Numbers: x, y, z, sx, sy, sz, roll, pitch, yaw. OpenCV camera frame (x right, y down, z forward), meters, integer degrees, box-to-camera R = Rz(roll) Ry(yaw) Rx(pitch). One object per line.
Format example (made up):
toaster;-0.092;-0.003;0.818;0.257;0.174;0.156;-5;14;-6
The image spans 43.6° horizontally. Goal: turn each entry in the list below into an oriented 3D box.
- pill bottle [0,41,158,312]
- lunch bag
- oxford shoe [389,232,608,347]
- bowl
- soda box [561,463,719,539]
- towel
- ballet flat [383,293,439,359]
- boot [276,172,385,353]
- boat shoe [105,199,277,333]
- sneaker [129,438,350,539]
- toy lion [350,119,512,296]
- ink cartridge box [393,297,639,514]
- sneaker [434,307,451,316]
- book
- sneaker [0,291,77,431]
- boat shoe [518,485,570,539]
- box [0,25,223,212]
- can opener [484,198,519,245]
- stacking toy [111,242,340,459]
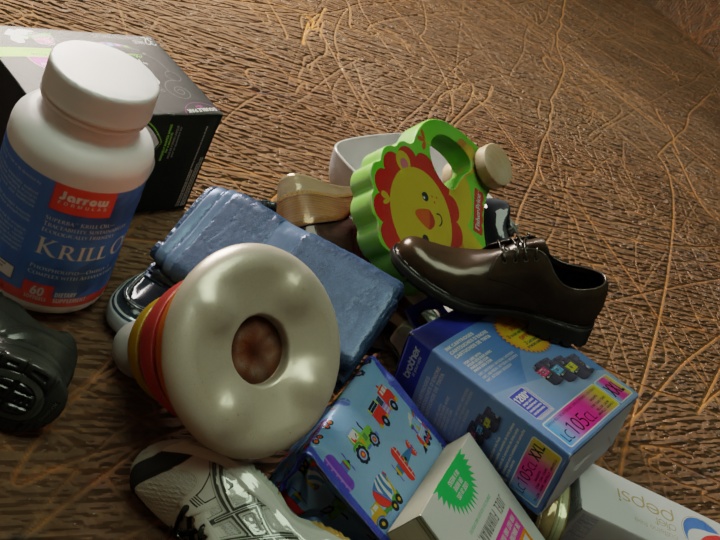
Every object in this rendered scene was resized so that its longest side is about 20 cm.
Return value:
pill bottle;-0.231;-0.074;0.718;0.111;0.201;0.113;20;33;-14
lunch bag;0.035;0.190;0.704;0.200;0.094;0.151;41;30;1
oxford shoe;0.124;-0.003;0.791;0.198;0.085;0.073;15;31;-11
bowl;0.066;-0.079;1.104;0.200;0.075;0.199;43;34;22
soda box;0.267;0.250;0.819;0.199;0.064;0.068;26;32;-7
towel;-0.070;0.009;0.750;0.199;0.049;0.112;28;56;14
ballet flat;0.039;0.048;0.907;0.200;0.068;0.063;47;28;23
boot;0.000;0.000;0.868;0.199;0.072;0.168;6;66;-46
boat shoe;-0.144;-0.008;0.817;0.071;0.091;0.200;39;33;14
sneaker;-0.082;0.191;0.606;0.199;0.076;0.088;29;40;9
toy lion;0.067;-0.064;0.882;0.191;0.068;0.202;30;55;-37
ink cartridge box;0.120;0.098;0.788;0.199;0.077;0.136;35;35;27
sneaker;0.156;0.052;0.991;0.199;0.081;0.071;10;38;-26
book;0.110;0.236;0.670;0.201;0.048;0.134;54;28;0
sneaker;-0.299;0.043;0.652;0.199;0.076;0.091;31;21;-12
boat shoe;0.140;0.171;0.827;0.066;0.074;0.200;15;27;-10
box;-0.267;-0.144;0.876;0.199;0.125;0.149;-11;49;-48
can opener;0.150;-0.005;0.972;0.064;0.078;0.201;63;8;-47
stacking toy;-0.124;0.059;0.678;0.145;0.199;0.148;4;84;-41
